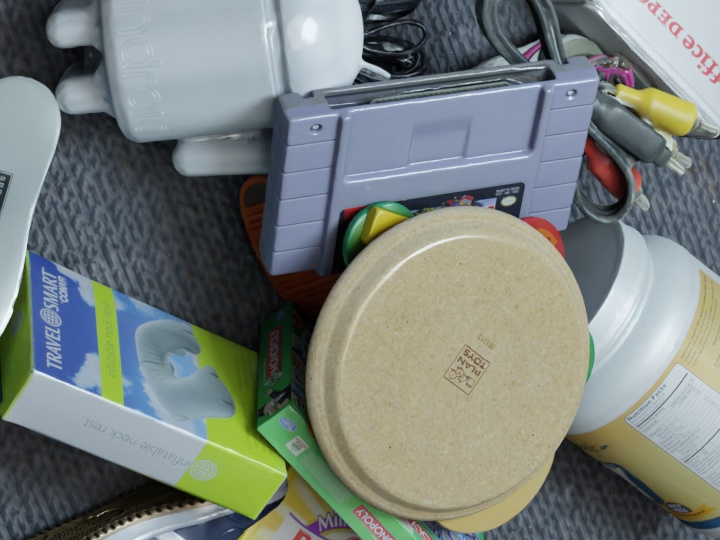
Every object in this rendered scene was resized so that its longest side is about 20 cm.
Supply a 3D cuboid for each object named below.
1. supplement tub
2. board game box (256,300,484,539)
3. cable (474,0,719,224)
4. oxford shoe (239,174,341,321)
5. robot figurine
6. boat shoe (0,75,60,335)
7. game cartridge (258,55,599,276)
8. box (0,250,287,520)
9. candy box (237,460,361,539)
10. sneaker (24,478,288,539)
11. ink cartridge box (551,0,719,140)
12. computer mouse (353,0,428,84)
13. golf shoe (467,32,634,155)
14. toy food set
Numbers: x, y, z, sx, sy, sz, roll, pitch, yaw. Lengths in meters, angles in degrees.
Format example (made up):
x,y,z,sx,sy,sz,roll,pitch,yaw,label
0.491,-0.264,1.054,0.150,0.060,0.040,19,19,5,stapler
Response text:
x,y,z,sx,sy,sz,roll,pitch,yaw,label
0.199,0.068,1.839,0.200,0.145,0.145,36,80,-23,supplement tub
0.009,0.125,1.763,0.029,0.135,0.200,-35,112,17,board game box
0.131,-0.105,1.760,0.200,0.050,0.097,38,100,-22,cable
0.000,0.000,1.791,0.200,0.071,0.073,49,53,-23,oxford shoe
-0.085,-0.138,1.680,0.199,0.113,0.170,-7,109,2,robot figurine
-0.227,-0.015,1.657,0.070,0.064,0.201,24,72,-8,boat shoe
0.041,-0.060,1.696,0.199,0.038,0.130,-9,131,-19,game cartridge
-0.144,0.065,1.690,0.199,0.122,0.048,25,119,-25,box
0.000,0.208,1.824,0.200,0.026,0.102,40,76,-24,candy box
-0.126,0.195,1.739,0.199,0.070,0.109,-21,106,-22,sneaker
0.231,-0.207,1.860,0.146,0.085,0.200,43,75,-23,ink cartridge box
-0.001,-0.218,1.771,0.138,0.053,0.201,15,98,-22,computer mouse
0.077,-0.085,1.802,0.200,0.092,0.073,-33,132,-22,golf shoe
0.055,0.054,1.695,0.199,0.049,0.199,20,92,-29,toy food set
